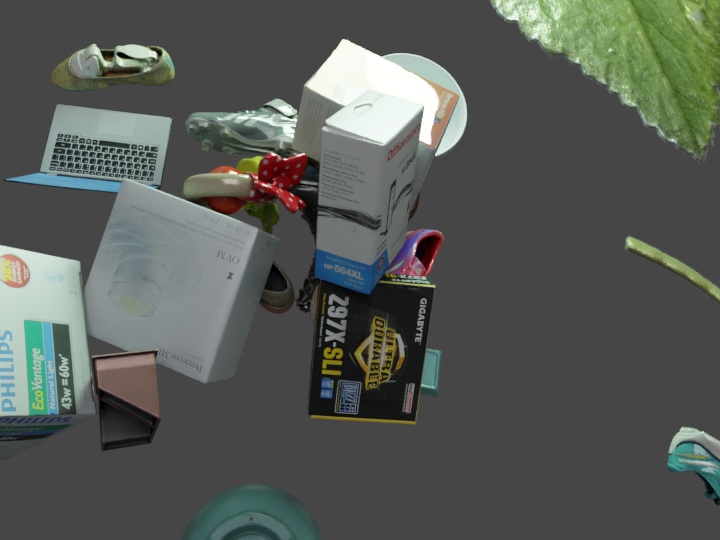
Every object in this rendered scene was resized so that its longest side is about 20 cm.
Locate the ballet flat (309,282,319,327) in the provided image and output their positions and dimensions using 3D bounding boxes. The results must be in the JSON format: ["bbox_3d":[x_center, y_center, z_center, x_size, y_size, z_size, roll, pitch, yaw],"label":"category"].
[{"bbox_3d":[0.000,0.000,0.917,0.068,0.067,0.202,45,64,-20],"label":"ballet flat"}]

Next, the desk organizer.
[{"bbox_3d":[-0.285,0.162,0.784,0.070,0.200,0.079,-4,70,-23],"label":"desk organizer"}]

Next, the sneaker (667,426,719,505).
[{"bbox_3d":[0.545,0.311,0.949,0.197,0.078,0.081,31,86,9],"label":"sneaker"}]

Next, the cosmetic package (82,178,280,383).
[{"bbox_3d":[-0.238,0.016,0.851,0.194,0.123,0.206,19,89,8],"label":"cosmetic package"}]

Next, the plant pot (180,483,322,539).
[{"bbox_3d":[-0.132,0.357,0.771,0.194,0.135,0.206,3,67,-8],"label":"plant pot"}]

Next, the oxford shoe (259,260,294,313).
[{"bbox_3d":[-0.175,-0.021,0.947,0.197,0.075,0.071,34,67,5],"label":"oxford shoe"}]

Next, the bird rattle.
[{"bbox_3d":[-0.157,-0.100,0.868,0.158,0.200,0.117,-1,97,-13],"label":"bird rattle"}]

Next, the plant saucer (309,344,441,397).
[{"bbox_3d":[0.026,0.133,0.951,0.194,0.019,0.072,11,67,-4],"label":"plant saucer"}]

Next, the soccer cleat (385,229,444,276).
[{"bbox_3d":[0.060,0.017,0.960,0.068,0.072,0.202,43,61,-21],"label":"soccer cleat"}]

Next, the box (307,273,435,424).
[{"bbox_3d":[0.012,0.105,0.882,0.154,0.049,0.206,6,106,-5],"label":"box"}]

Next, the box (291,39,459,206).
[{"bbox_3d":[0.023,-0.215,0.929,0.196,0.108,0.154,25,47,2],"label":"box"}]

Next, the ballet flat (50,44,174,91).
[{"bbox_3d":[-0.402,-0.333,1.039,0.193,0.071,0.073,-4,69,-11],"label":"ballet flat"}]

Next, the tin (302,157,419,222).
[{"bbox_3d":[0.001,-0.142,1.010,0.195,0.114,0.042,25,27,1],"label":"tin"}]

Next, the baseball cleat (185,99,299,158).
[{"bbox_3d":[-0.180,-0.234,1.044,0.194,0.070,0.109,14,59,-14],"label":"baseball cleat"}]

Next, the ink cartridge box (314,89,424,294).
[{"bbox_3d":[0.010,-0.100,0.809,0.082,0.205,0.146,18,37,16],"label":"ink cartridge box"}]

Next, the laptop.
[{"bbox_3d":[-0.391,-0.183,0.954,0.181,0.116,0.206,6,67,-8],"label":"laptop"}]

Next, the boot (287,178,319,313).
[{"bbox_3d":[-0.057,-0.023,0.959,0.197,0.069,0.178,29,66,-15],"label":"boot"}]

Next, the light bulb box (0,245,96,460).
[{"bbox_3d":[-0.434,0.106,0.773,0.197,0.124,0.204,-25,69,27],"label":"light bulb box"}]

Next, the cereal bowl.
[{"bbox_3d":[0.075,-0.253,1.077,0.193,0.084,0.206,3,67,-8],"label":"cereal bowl"}]
